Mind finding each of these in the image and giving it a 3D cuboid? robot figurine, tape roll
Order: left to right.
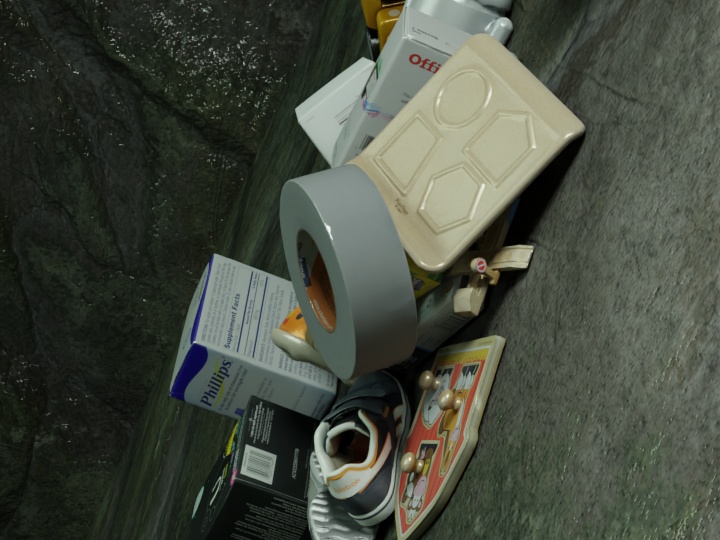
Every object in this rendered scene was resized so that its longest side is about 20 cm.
[{"bbox_3d":[-0.014,0.001,1.476,0.200,0.066,0.202,164,90,-75],"label":"tape roll"},{"bbox_3d":[0.110,-0.295,1.828,0.169,0.113,0.201,36,109,36],"label":"robot figurine"}]

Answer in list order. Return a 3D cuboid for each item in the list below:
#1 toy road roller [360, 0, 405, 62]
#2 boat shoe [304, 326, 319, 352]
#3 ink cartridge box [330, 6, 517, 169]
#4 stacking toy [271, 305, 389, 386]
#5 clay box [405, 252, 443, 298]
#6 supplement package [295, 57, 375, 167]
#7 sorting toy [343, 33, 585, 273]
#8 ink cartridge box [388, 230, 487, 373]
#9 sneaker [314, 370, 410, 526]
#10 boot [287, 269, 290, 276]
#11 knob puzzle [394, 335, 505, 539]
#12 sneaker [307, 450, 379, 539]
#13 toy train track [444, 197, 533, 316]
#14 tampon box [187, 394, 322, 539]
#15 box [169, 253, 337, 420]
[{"bbox_3d":[0.072,-0.312,1.936,0.201,0.122,0.147,81,176,-46],"label":"toy road roller"},{"bbox_3d":[0.000,0.000,1.622,0.201,0.069,0.074,-63,-32,-12],"label":"boat shoe"},{"bbox_3d":[0.072,-0.173,1.710,0.084,0.144,0.201,-86,21,-55],"label":"ink cartridge box"},{"bbox_3d":[-0.001,0.023,1.715,0.201,0.145,0.146,-66,12,-6],"label":"stacking toy"},{"bbox_3d":[0.069,-0.051,1.538,0.115,0.047,0.201,141,148,-74],"label":"clay box"},{"bbox_3d":[-0.001,-0.182,1.885,0.117,0.117,0.200,-38,10,3],"label":"supplement package"},{"bbox_3d":[0.097,-0.112,1.457,0.200,0.036,0.185,-43,47,6],"label":"sorting toy"},{"bbox_3d":[0.090,-0.015,1.600,0.198,0.043,0.201,133,155,-59],"label":"ink cartridge box"},{"bbox_3d":[0.002,0.160,1.558,0.078,0.079,0.201,-28,32,20],"label":"sneaker"},{"bbox_3d":[-0.001,-0.051,1.832,0.200,0.090,0.073,-52,-29,-10],"label":"boot"},{"bbox_3d":[0.065,0.160,1.443,0.220,0.030,0.221,-158,90,-78],"label":"knob puzzle"},{"bbox_3d":[-0.018,0.262,1.591,0.200,0.074,0.083,-96,9,-71],"label":"sneaker"},{"bbox_3d":[0.125,-0.052,1.453,0.114,0.032,0.201,-7,55,52],"label":"toy train track"},{"bbox_3d":[-0.118,0.281,1.813,0.150,0.126,0.201,-84,19,-54],"label":"tampon box"},{"bbox_3d":[-0.132,0.102,2.010,0.185,0.199,0.105,-84,19,-52],"label":"box"}]
